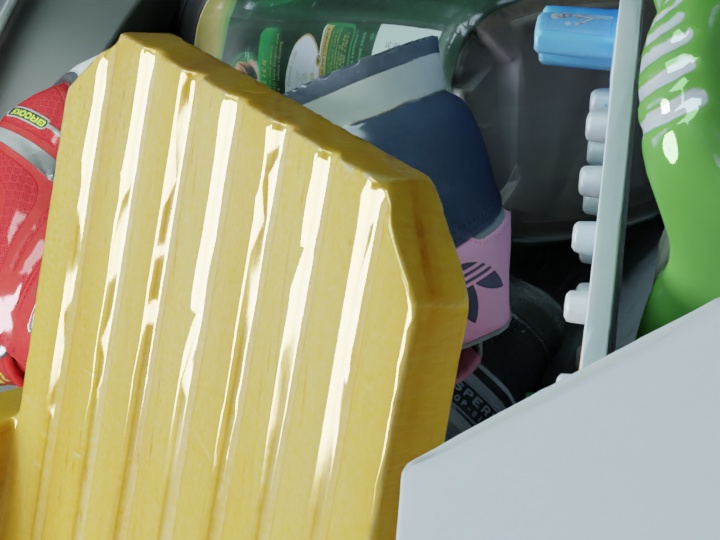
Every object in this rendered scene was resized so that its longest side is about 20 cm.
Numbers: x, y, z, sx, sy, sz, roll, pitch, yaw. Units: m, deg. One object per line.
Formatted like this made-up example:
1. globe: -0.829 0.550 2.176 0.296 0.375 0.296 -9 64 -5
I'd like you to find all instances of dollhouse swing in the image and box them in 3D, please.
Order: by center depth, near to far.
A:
1. dollhouse swing: -0.088 0.059 0.642 0.181 0.177 0.200 -17 28 -27

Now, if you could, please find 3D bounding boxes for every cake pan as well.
1. cake pan: -0.103 -0.027 0.976 0.036 0.201 0.201 16 57 10

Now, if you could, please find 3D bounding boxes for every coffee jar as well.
1. coffee jar: 0.018 -0.062 0.908 0.104 0.086 0.200 -10 13 -29

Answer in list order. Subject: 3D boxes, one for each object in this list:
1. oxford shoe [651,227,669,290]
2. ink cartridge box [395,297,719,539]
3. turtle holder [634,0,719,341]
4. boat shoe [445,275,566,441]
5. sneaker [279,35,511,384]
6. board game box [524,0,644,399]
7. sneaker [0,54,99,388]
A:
1. oxford shoe: 0.122 -0.017 0.772 0.058 0.075 0.201 102 180 -58
2. ink cartridge box: 0.095 0.125 0.477 0.084 0.200 0.145 -30 34 32
3. turtle holder: 0.126 0.016 0.604 0.132 0.185 0.141 -46 -18 -45
4. boat shoe: -0.017 0.019 0.889 0.199 0.074 0.068 1 47 51
5. sneaker: 0.000 0.000 0.752 0.070 0.082 0.200 -24 -6 -6
6. board game box: 0.046 0.055 0.659 0.026 0.201 0.201 5 46 6
7. sneaker: -0.078 0.022 0.817 0.085 0.077 0.201 -26 44 5
